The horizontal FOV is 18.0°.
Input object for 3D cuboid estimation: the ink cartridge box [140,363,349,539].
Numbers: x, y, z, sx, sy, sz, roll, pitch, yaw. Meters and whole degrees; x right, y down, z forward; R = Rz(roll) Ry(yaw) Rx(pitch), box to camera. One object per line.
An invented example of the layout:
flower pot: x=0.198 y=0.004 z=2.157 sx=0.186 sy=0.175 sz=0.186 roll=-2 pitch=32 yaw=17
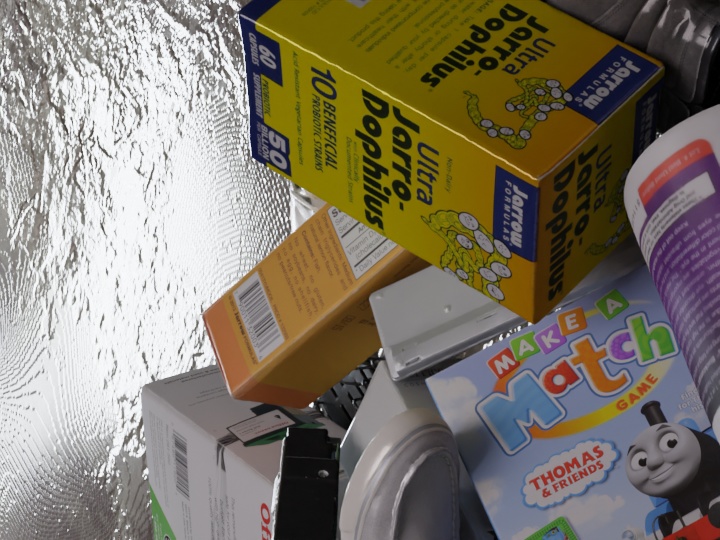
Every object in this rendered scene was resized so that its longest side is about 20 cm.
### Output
ink cartridge box: x=-0.060 y=0.162 z=1.467 sx=0.200 sy=0.084 sz=0.147 roll=29 pitch=128 yaw=54

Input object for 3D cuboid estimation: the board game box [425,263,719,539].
board game box: x=0.137 y=0.104 z=1.152 sx=0.151 sy=0.037 sz=0.200 roll=-28 pitch=53 yaw=4

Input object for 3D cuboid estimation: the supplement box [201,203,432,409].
supplement box: x=0.000 y=0.000 z=1.317 sx=0.200 sy=0.066 sz=0.069 roll=-38 pitch=58 yaw=29

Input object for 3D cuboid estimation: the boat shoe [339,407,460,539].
boat shoe: x=0.027 y=0.171 z=1.170 sx=0.068 sy=0.072 sz=0.201 roll=32 pitch=117 yaw=44

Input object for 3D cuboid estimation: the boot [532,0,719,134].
boot: x=0.135 y=-0.101 z=1.213 sx=0.132 sy=0.070 sz=0.200 roll=41 pitch=161 yaw=16

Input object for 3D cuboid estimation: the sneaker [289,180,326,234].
sneaker: x=-0.030 y=-0.081 z=1.360 sx=0.075 sy=0.086 sz=0.201 roll=31 pitch=119 yaw=50

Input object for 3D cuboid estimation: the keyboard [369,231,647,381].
keyboard: x=0.097 y=-0.003 z=1.235 sx=0.199 sy=0.011 sz=0.056 roll=-25 pitch=56 yaw=17

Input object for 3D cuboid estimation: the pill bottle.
pill bottle: x=0.206 y=0.027 z=1.064 sx=0.111 sy=0.111 sz=0.201 roll=-50 pitch=48 yaw=44

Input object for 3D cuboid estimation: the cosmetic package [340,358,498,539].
cosmetic package: x=0.080 y=0.142 z=1.251 sx=0.200 sy=0.112 sz=0.081 roll=59 pitch=138 yaw=38

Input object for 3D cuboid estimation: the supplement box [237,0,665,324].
supplement box: x=0.046 y=-0.082 z=1.187 sx=0.200 sy=0.109 sz=0.109 roll=31 pitch=146 yaw=27

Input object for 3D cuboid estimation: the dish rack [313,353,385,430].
dish rack: x=0.006 y=0.020 z=1.429 sx=0.154 sy=0.054 sz=0.200 roll=58 pitch=134 yaw=43

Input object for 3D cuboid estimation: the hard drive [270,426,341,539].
hard drive: x=-0.035 y=0.203 z=1.246 sx=0.200 sy=0.038 sz=0.140 roll=-84 pitch=-2 yaw=-50
